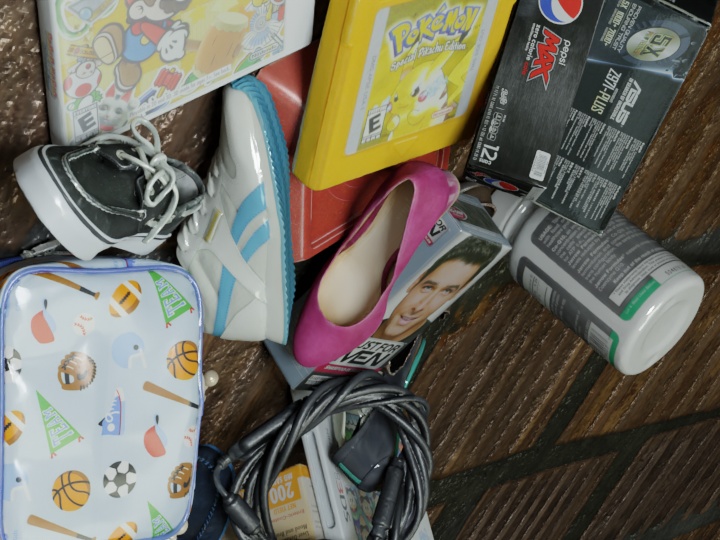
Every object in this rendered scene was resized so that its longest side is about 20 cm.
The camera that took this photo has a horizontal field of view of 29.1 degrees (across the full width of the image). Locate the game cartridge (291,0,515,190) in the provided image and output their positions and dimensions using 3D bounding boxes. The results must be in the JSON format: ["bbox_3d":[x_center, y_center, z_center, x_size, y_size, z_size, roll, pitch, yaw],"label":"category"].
[{"bbox_3d":[0.042,-0.163,0.969,0.175,0.032,0.202,-23,142,-39],"label":"game cartridge"}]

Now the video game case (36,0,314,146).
[{"bbox_3d":[-0.104,-0.178,0.831,0.199,0.023,0.183,-30,146,-30],"label":"video game case"}]

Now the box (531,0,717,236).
[{"bbox_3d":[0.220,-0.159,1.172,0.202,0.085,0.164,-67,174,29],"label":"box"}]

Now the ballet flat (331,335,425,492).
[{"bbox_3d":[0.013,0.115,1.275,0.201,0.072,0.074,-72,177,-49],"label":"ballet flat"}]

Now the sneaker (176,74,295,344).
[{"bbox_3d":[-0.088,-0.037,0.963,0.077,0.079,0.203,-84,175,-62],"label":"sneaker"}]

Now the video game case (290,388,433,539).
[{"bbox_3d":[0.009,0.203,1.301,0.023,0.184,0.199,-23,159,21],"label":"video game case"}]

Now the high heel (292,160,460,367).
[{"bbox_3d":[0.000,0.000,1.059,0.200,0.067,0.096,-46,167,17],"label":"high heel"}]

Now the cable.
[{"bbox_3d":[-0.015,0.178,1.161,0.199,0.164,0.051,-32,-174,-15],"label":"cable"}]

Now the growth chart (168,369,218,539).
[{"bbox_3d":[-0.163,0.178,1.054,0.018,0.201,0.145,33,115,-17],"label":"growth chart"}]

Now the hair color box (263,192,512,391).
[{"bbox_3d":[0.022,0.018,1.161,0.200,0.061,0.099,-44,154,19],"label":"hair color box"}]

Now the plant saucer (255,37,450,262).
[{"bbox_3d":[0.006,-0.105,1.059,0.199,0.037,0.201,-31,147,-27],"label":"plant saucer"}]

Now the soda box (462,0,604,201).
[{"bbox_3d":[0.137,-0.160,1.049,0.071,0.062,0.203,87,22,-85],"label":"soda box"}]

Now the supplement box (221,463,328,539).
[{"bbox_3d":[-0.070,0.290,1.225,0.125,0.202,0.073,-22,157,18],"label":"supplement box"}]

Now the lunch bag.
[{"bbox_3d":[-0.184,0.082,0.899,0.158,0.075,0.203,-2,95,-34],"label":"lunch bag"}]

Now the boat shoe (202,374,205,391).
[{"bbox_3d":[-0.197,0.109,0.993,0.199,0.075,0.093,-34,156,-23],"label":"boat shoe"}]

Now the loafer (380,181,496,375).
[{"bbox_3d":[0.064,0.012,1.241,0.201,0.071,0.073,-55,151,12],"label":"loafer"}]

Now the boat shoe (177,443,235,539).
[{"bbox_3d":[-0.169,0.240,1.181,0.068,0.084,0.202,-16,136,-61],"label":"boat shoe"}]

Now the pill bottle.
[{"bbox_3d":[0.210,-0.007,1.286,0.112,0.200,0.114,-33,149,-24],"label":"pill bottle"}]

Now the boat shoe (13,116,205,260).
[{"bbox_3d":[-0.141,-0.049,0.834,0.068,0.074,0.199,-33,168,8],"label":"boat shoe"}]
